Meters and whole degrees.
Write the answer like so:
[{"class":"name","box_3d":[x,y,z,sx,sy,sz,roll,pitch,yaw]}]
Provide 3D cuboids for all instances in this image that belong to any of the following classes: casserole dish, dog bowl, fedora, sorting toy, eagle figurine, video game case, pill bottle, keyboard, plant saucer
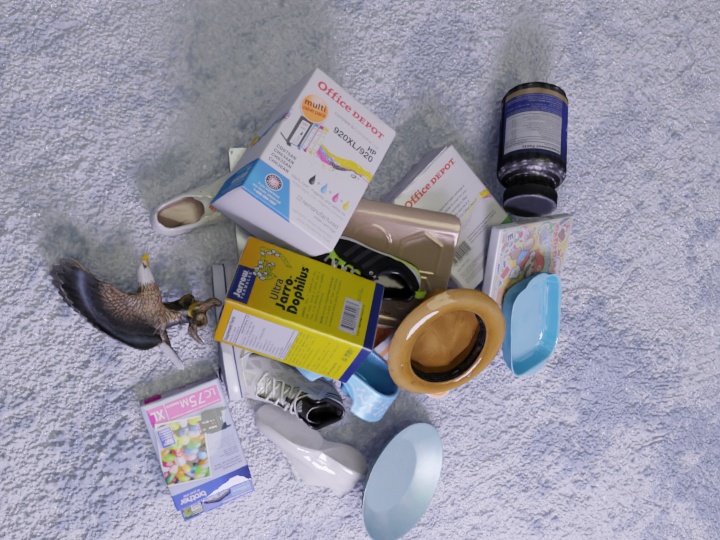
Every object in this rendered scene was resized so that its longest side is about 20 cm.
[{"class":"casserole dish","box_3d":[0.284,0.087,1.042,0.121,0.039,0.201,-25,123,-26]},{"class":"dog bowl","box_3d":[-0.022,0.145,0.947,0.200,0.112,0.050,40,114,-13]},{"class":"fedora","box_3d":[0.120,0.095,0.937,0.199,0.082,0.201,-9,126,-13]},{"class":"sorting toy","box_3d":[0.047,-0.006,0.964,0.184,0.037,0.201,10,112,0]},{"class":"eagle figurine","box_3d":[-0.313,0.048,0.840,0.199,0.152,0.151,2,49,-34]},{"class":"video game case","box_3d":[0.276,0.011,1.038,0.181,0.023,0.201,-12,117,-33]},{"class":"pill bottle","box_3d":[0.282,-0.196,1.016,0.111,0.112,0.201,14,72,-19]},{"class":"keyboard","box_3d":[-0.167,-0.088,0.949,0.056,0.011,0.201,-5,94,-13]},{"class":"plant saucer","box_3d":[0.060,0.338,1.003,0.200,0.039,0.202,-16,112,-44]}]

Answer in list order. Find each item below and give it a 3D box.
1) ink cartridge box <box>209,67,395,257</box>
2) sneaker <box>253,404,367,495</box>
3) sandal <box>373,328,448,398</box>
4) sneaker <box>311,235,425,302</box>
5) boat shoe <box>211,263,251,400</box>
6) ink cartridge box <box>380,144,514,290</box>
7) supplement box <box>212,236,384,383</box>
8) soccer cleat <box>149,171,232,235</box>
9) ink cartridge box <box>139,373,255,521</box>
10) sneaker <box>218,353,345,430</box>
[{"class":"ink cartridge box","box_3d":[-0.078,-0.139,0.851,0.147,0.144,0.201,35,70,-21]},{"class":"sneaker","box_3d":[-0.092,0.291,0.966,0.200,0.075,0.089,34,113,-8]},{"class":"sandal","box_3d":[0.084,0.141,1.017,0.206,0.059,0.079,39,80,-16]},{"class":"sneaker","box_3d":[0.000,0.000,0.905,0.199,0.083,0.072,12,112,-1]},{"class":"boat shoe","box_3d":[-0.167,0.085,0.905,0.086,0.075,0.203,-5,69,-16]},{"class":"ink cartridge box","box_3d":[0.144,-0.082,1.013,0.145,0.084,0.200,-46,106,-11]},{"class":"supplement box","box_3d":[-0.084,0.056,0.841,0.199,0.109,0.110,20,52,-10]},{"class":"soccer cleat","box_3d":[-0.206,-0.100,0.893,0.199,0.078,0.070,-24,98,-13]},{"class":"ink cartridge box","box_3d":[-0.240,0.270,0.926,0.119,0.042,0.201,-19,100,-17]},{"class":"sneaker","box_3d":[-0.110,0.177,0.923,0.200,0.115,0.076,20,88,-18]}]
